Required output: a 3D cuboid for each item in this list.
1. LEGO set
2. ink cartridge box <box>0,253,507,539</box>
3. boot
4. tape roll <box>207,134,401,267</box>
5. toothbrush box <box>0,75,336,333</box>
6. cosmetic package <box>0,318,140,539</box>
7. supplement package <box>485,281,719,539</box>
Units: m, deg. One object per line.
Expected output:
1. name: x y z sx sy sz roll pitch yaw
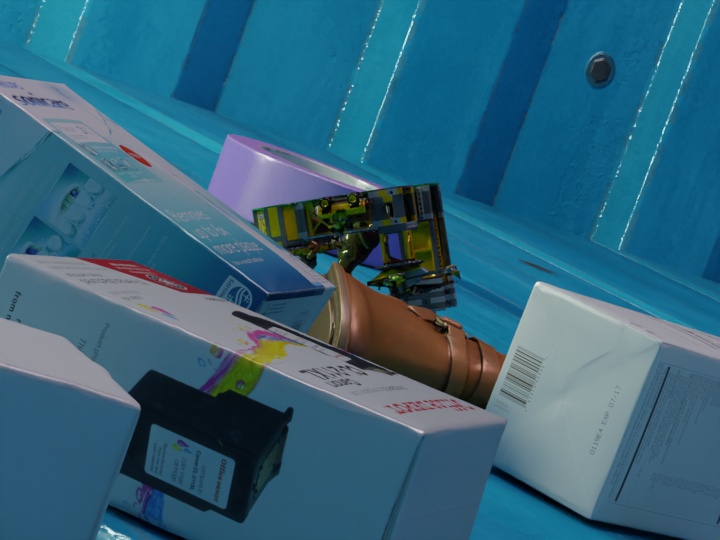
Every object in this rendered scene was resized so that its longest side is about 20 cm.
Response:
1. LEGO set: 0.000 0.000 2.059 0.153 0.117 0.200 -9 0 3
2. ink cartridge box: -0.052 0.067 1.164 0.199 0.083 0.146 22 5 16
3. boot: 0.036 0.055 1.679 0.154 0.074 0.200 24 8 -6
4. tape roll: -0.044 -0.065 2.559 0.199 0.066 0.200 21 5 -2
5. toothbrush box: -0.129 -0.014 1.440 0.200 0.085 0.146 36 9 11
6. cosmetic package: -0.191 0.041 0.965 0.199 0.072 0.101 18 6 -25
7. supplement package: 0.184 0.093 1.618 0.199 0.114 0.109 17 7 -44
